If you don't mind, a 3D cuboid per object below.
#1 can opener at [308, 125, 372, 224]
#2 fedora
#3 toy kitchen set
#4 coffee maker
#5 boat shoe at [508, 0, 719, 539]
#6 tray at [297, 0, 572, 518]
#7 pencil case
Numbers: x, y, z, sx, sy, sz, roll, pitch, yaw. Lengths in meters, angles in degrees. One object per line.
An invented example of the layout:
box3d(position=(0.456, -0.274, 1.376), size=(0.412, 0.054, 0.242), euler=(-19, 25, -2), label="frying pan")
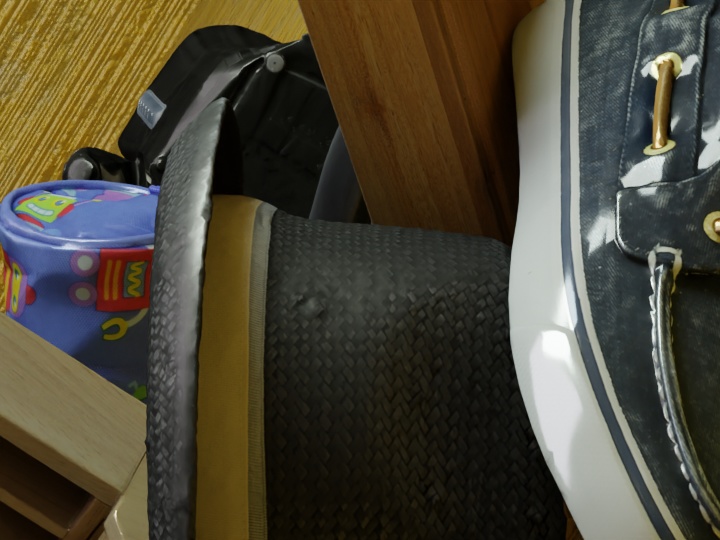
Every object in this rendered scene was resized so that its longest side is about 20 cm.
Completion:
box3d(position=(0.000, 0.000, 1.017), size=(0.079, 0.063, 0.200), euler=(54, 137, 33), label="can opener")
box3d(position=(0.003, 0.058, 0.663), size=(0.201, 0.091, 0.201), euler=(-1, -90, -88), label="fedora")
box3d(position=(-0.140, 0.152, 0.938), size=(0.163, 0.180, 0.200), euler=(-50, 9, 45), label="toy kitchen set")
box3d(position=(-0.026, -0.043, 1.187), size=(0.192, 0.135, 0.200), euler=(-35, 12, -1), label="coffee maker")
box3d(position=(0.087, -0.010, 0.633), size=(0.091, 0.071, 0.200), euler=(-25, 41, 22), label="boat shoe")
box3d(position=(0.030, -0.041, 0.724), size=(0.037, 0.200, 0.099), euler=(-5, 37, 20), label="tray")
box3d(position=(-0.089, 0.060, 1.038), size=(0.078, 0.087, 0.200), euler=(30, 126, 53), label="pencil case")
